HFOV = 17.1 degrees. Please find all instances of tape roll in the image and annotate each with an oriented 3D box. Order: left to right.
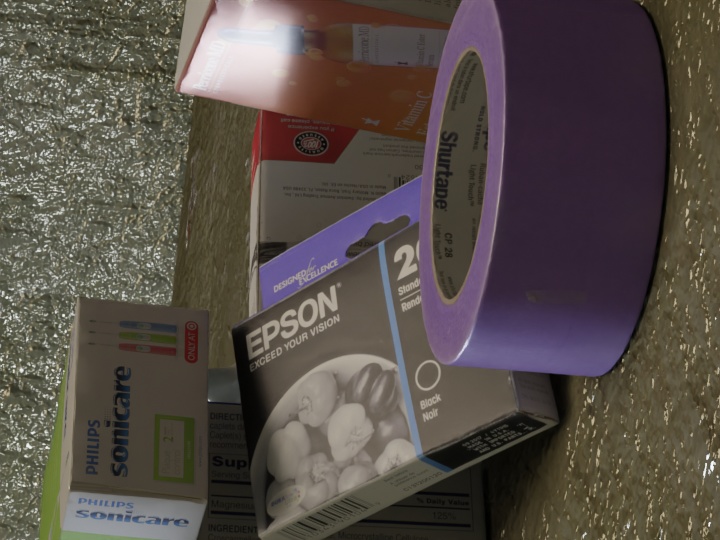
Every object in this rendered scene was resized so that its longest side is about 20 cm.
[{"bbox_3d":[0.091,-0.046,1.258,0.200,0.085,0.200,-175,90,-81],"label":"tape roll"}]

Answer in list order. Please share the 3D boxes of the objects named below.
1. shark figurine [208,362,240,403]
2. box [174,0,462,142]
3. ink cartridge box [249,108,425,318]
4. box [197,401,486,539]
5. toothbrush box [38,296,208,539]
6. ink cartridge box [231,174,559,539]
[{"bbox_3d":[-0.038,0.046,1.654,0.214,0.089,0.128,-3,61,38],"label":"shark figurine"},{"bbox_3d":[0.003,-0.165,1.443,0.152,0.200,0.106,123,155,-64],"label":"box"},{"bbox_3d":[0.000,0.000,1.574,0.083,0.147,0.200,105,167,-60],"label":"ink cartridge box"},{"bbox_3d":[-0.020,0.195,1.491,0.105,0.184,0.200,107,165,-55],"label":"box"},{"bbox_3d":[-0.149,0.136,1.476,0.200,0.086,0.146,106,166,-47],"label":"toothbrush box"},{"bbox_3d":[0.011,0.037,1.411,0.198,0.043,0.200,-30,54,30],"label":"ink cartridge box"}]
